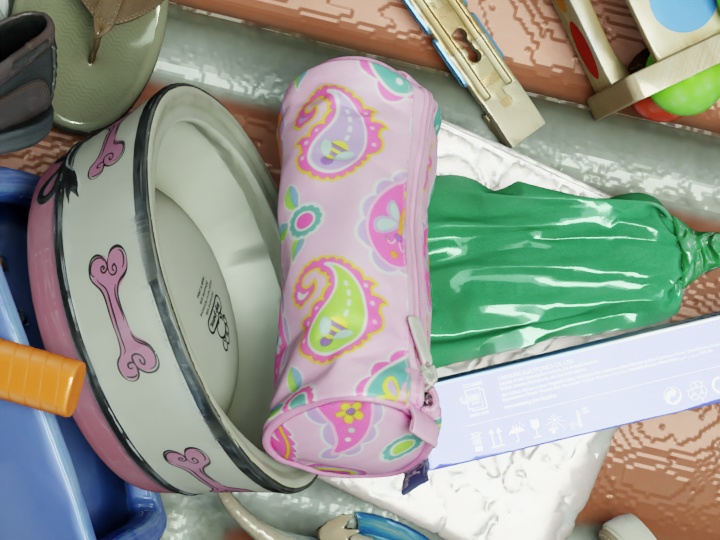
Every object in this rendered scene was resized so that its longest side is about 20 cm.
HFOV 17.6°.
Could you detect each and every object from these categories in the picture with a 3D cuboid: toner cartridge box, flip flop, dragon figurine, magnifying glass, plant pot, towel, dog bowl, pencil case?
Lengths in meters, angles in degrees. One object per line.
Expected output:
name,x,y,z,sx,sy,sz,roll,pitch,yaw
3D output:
toner cartridge box,0.119,0.056,1.147,0.200,0.095,0.043,-13,89,-4
flip flop,-0.118,-0.166,1.182,0.081,0.058,0.200,28,86,-5
dragon figurine,0.008,0.158,1.189,0.200,0.099,0.059,25,90,16
magnifying glass,-0.216,0.025,1.007,0.200,0.022,0.080,15,94,11
plant pot,-0.217,0.071,1.112,0.180,0.200,0.200,-18,90,3
towel,0.053,0.035,1.206,0.191,0.032,0.200,25,88,-2
dog bowl,-0.086,0.017,1.099,0.074,0.200,0.200,-17,91,16
pencil case,0.000,0.000,1.086,0.087,0.087,0.200,3,58,-3

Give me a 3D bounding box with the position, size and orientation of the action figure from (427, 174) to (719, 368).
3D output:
action figure,0.086,-0.001,1.163,0.200,0.055,0.118,-4,79,1

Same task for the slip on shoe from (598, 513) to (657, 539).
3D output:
slip on shoe,0.150,0.226,1.192,0.061,0.076,0.200,-19,98,-10

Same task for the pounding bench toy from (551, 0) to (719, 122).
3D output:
pounding bench toy,0.160,-0.160,1.129,0.124,0.200,0.156,-25,91,-3

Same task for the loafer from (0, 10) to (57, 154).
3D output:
loafer,-0.216,-0.081,1.083,0.072,0.200,0.063,31,118,23

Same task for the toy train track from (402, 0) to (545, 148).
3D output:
toy train track,0.027,-0.151,1.208,0.115,0.033,0.200,-37,98,-10

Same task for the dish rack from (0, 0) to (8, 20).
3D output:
dish rack,-0.274,-0.102,1.128,0.200,0.172,0.044,-41,49,-2
